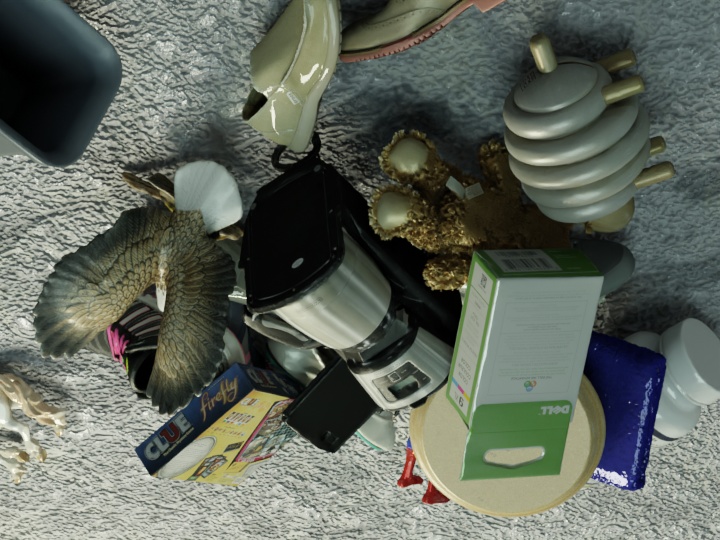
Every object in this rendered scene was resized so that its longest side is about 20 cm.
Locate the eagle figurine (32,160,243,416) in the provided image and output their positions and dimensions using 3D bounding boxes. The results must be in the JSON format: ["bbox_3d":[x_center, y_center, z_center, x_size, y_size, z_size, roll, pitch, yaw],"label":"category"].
[{"bbox_3d":[-0.177,0.010,1.572,0.151,0.201,0.151,-3,132,33],"label":"eagle figurine"}]

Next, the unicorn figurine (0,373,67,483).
[{"bbox_3d":[-0.407,0.171,1.890,0.137,0.074,0.200,37,114,-17],"label":"unicorn figurine"}]

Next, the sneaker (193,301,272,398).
[{"bbox_3d":[-0.125,0.087,1.786,0.081,0.070,0.201,-6,139,-21],"label":"sneaker"}]

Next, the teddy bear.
[{"bbox_3d":[0.092,-0.047,1.560,0.199,0.146,0.067,5,163,-30],"label":"teddy bear"}]

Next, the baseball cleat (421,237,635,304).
[{"bbox_3d":[0.152,-0.011,1.645,0.198,0.070,0.107,-11,134,14],"label":"baseball cleat"}]

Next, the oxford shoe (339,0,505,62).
[{"bbox_3d":[0.057,-0.234,1.440,0.199,0.071,0.075,-25,106,25],"label":"oxford shoe"}]

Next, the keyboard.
[{"bbox_3d":[0.015,0.097,1.752,0.200,0.040,0.104,-45,120,5],"label":"keyboard"}]

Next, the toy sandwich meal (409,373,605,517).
[{"bbox_3d":[0.137,0.135,1.663,0.203,0.070,0.207,3,113,6],"label":"toy sandwich meal"}]

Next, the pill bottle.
[{"bbox_3d":[0.267,0.129,1.749,0.111,0.112,0.200,35,128,-28],"label":"pill bottle"}]

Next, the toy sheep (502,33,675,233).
[{"bbox_3d":[0.186,-0.117,1.497,0.137,0.138,0.201,-15,118,19],"label":"toy sheep"}]

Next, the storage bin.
[{"bbox_3d":[-0.320,-0.185,1.476,0.200,0.146,0.134,40,153,-31],"label":"storage bin"}]

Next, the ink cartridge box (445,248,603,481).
[{"bbox_3d":[0.138,0.082,1.550,0.103,0.059,0.202,-1,116,-22],"label":"ink cartridge box"}]

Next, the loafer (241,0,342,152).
[{"bbox_3d":[-0.059,-0.178,1.488,0.068,0.076,0.201,6,137,-10],"label":"loafer"}]

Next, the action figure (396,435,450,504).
[{"bbox_3d":[0.085,0.126,1.730,0.051,0.065,0.202,-5,115,-39],"label":"action figure"}]

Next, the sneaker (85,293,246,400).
[{"bbox_3d":[-0.212,0.077,1.714,0.199,0.087,0.074,15,124,31],"label":"sneaker"}]

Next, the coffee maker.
[{"bbox_3d":[0.000,0.000,1.583,0.134,0.193,0.200,-7,145,38],"label":"coffee maker"}]

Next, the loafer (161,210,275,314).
[{"bbox_3d":[-0.121,-0.002,1.679,0.199,0.070,0.070,24,177,1],"label":"loafer"}]

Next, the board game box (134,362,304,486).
[{"bbox_3d":[-0.123,0.156,1.753,0.135,0.035,0.200,-40,160,9],"label":"board game box"}]

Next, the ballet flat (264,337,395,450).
[{"bbox_3d":[-0.013,0.114,1.799,0.069,0.070,0.200,-28,126,29],"label":"ballet flat"}]

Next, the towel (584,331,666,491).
[{"bbox_3d":[0.197,0.115,1.702,0.199,0.049,0.149,20,116,30],"label":"towel"}]
